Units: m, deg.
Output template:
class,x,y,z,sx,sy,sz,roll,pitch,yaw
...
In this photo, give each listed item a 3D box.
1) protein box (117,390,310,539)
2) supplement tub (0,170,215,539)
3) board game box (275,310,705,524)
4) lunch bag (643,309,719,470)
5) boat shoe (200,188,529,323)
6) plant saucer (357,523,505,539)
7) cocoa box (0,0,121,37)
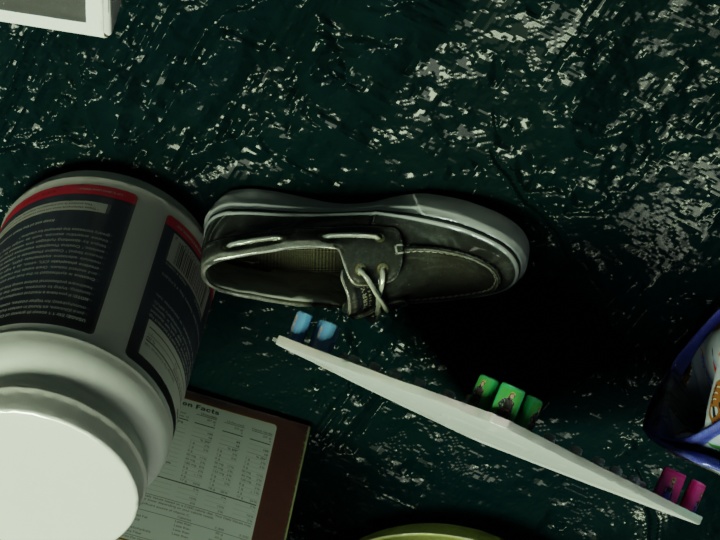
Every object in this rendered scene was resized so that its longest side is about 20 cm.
class,x,y,z,sx,sy,sz,roll,pitch,yaw
protein box,-0.135,0.215,1.592,0.134,0.201,0.199,17,135,-4
supplement tub,-0.170,0.052,1.441,0.139,0.201,0.141,7,135,7
board game box,0.079,0.086,1.428,0.199,0.026,0.199,29,173,-42
lunch bag,0.282,0.087,1.425,0.169,0.125,0.200,26,148,-13
boat shoe,0.000,0.000,1.444,0.198,0.071,0.072,3,134,10
plant saucer,0.061,0.238,1.691,0.198,0.031,0.201,7,136,7
cocoa box,-0.209,-0.221,1.233,0.198,0.132,0.134,9,135,4
